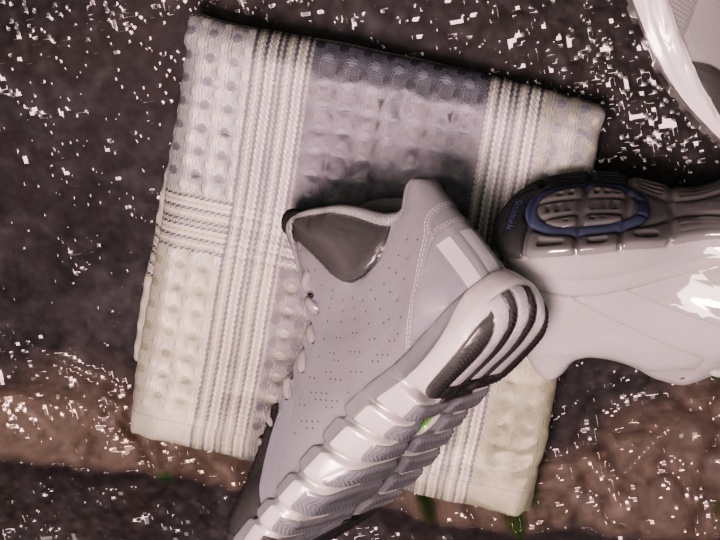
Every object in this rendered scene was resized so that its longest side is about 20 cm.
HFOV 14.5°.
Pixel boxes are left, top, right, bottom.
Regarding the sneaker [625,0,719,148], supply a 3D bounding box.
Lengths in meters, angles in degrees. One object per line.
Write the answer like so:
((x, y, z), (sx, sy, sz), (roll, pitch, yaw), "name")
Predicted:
((0.140, -0.141, 1.154), (0.079, 0.074, 0.200), (-17, 102, 10), "sneaker")

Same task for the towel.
((0.000, 0.000, 1.250), (0.192, 0.035, 0.200), (12, 106, 5), "towel")

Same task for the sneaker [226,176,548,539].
((-0.010, 0.034, 1.217), (0.200, 0.075, 0.116), (-46, 67, 32), "sneaker")

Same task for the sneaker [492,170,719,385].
((0.157, 0.003, 1.198), (0.200, 0.075, 0.087), (0, 124, 6), "sneaker")
